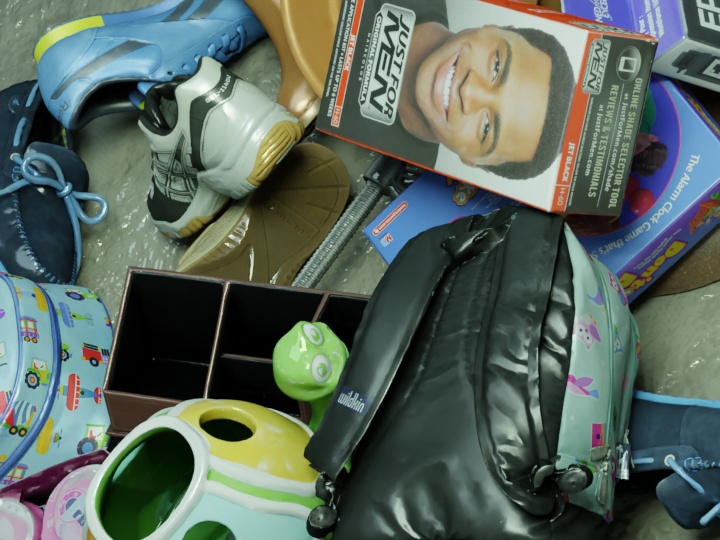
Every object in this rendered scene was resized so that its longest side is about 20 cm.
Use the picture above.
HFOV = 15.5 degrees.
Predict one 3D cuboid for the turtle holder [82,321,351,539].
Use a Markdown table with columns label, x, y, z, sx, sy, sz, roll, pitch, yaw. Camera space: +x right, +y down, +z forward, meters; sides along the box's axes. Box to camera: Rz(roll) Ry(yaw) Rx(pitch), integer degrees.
| label | x | y | z | sx | sy | sz | roll | pitch | yaw |
| --- | --- | --- | --- | --- | --- | --- | --- | --- | --- |
| turtle holder | -0.066 | 0.130 | 1.437 | 0.185 | 0.132 | 0.141 | -31 | 51 | 16 |

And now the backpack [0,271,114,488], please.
| label | x | y | z | sx | sy | sz | roll | pitch | yaw |
| --- | --- | --- | --- | --- | --- | --- | --- | --- | --- |
| backpack | -0.249 | 0.085 | 1.634 | 0.200 | 0.134 | 0.183 | -32 | 45 | 25 |

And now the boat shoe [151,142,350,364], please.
| label | x | y | z | sx | sy | sz | roll | pitch | yaw |
| --- | --- | --- | --- | --- | --- | --- | --- | --- | --- |
| boat shoe | -0.080 | 0.008 | 1.665 | 0.200 | 0.071 | 0.064 | -50 | 9 | -15 |

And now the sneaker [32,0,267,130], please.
| label | x | y | z | sx | sy | sz | roll | pitch | yaw |
| --- | --- | --- | --- | --- | --- | --- | --- | --- | --- |
| sneaker | -0.118 | -0.145 | 1.773 | 0.199 | 0.066 | 0.079 | -20 | 58 | -9 |

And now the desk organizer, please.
| label | x | y | z | sx | sy | sz | roll | pitch | yaw |
| --- | --- | --- | --- | --- | --- | --- | --- | --- | --- |
| desk organizer | -0.052 | 0.057 | 1.537 | 0.199 | 0.077 | 0.072 | 7 | 43 | 19 |

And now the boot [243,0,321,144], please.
| label | x | y | z | sx | sy | sz | roll | pitch | yaw |
| --- | --- | --- | --- | --- | --- | --- | --- | --- | --- |
| boot | -0.064 | -0.184 | 1.724 | 0.074 | 0.154 | 0.201 | -48 | 17 | 52 |

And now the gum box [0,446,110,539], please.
| label | x | y | z | sx | sy | sz | roll | pitch | yaw |
| --- | --- | --- | --- | --- | --- | --- | --- | --- | --- |
| gum box | -0.197 | 0.187 | 1.567 | 0.199 | 0.114 | 0.066 | -22 | 49 | 16 |

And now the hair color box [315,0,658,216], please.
| label | x | y | z | sx | sy | sz | roll | pitch | yaw |
| --- | --- | --- | --- | --- | --- | --- | --- | --- | --- |
| hair color box | 0.066 | -0.103 | 1.469 | 0.200 | 0.061 | 0.102 | 21 | 103 | 46 |

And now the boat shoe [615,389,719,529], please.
| label | x | y | z | sx | sy | sz | roll | pitch | yaw |
| --- | --- | --- | --- | --- | --- | --- | --- | --- | --- |
| boat shoe | 0.189 | 0.112 | 1.426 | 0.200 | 0.084 | 0.069 | 3 | 66 | 52 |

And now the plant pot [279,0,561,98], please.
| label | x | y | z | sx | sy | sz | roll | pitch | yaw |
| --- | --- | --- | --- | --- | --- | --- | --- | --- | --- |
| plant pot | 0.065 | -0.187 | 1.623 | 0.200 | 0.140 | 0.201 | 0 | 90 | 48 |

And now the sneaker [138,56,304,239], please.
| label | x | y | z | sx | sy | sz | roll | pitch | yaw |
| --- | --- | --- | --- | --- | --- | --- | --- | --- | --- |
| sneaker | -0.102 | -0.084 | 1.667 | 0.076 | 0.088 | 0.200 | -51 | 8 | -25 |

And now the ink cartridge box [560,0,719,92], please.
| label | x | y | z | sx | sy | sz | roll | pitch | yaw |
| --- | --- | --- | --- | --- | --- | --- | --- | --- | --- |
| ink cartridge box | 0.203 | -0.186 | 1.548 | 0.043 | 0.199 | 0.199 | -52 | 33 | 44 |

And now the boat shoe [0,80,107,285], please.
| label | x | y | z | sx | sy | sz | roll | pitch | yaw |
| --- | --- | --- | --- | --- | --- | --- | --- | --- | --- |
| boat shoe | -0.218 | -0.062 | 1.767 | 0.069 | 0.084 | 0.201 | -33 | 49 | 16 |

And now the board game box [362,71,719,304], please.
| label | x | y | z | sx | sy | sz | roll | pitch | yaw |
| --- | --- | --- | --- | --- | --- | --- | --- | --- | --- |
| board game box | 0.115 | -0.037 | 1.535 | 0.200 | 0.045 | 0.135 | -43 | 63 | 14 |

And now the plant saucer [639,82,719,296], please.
| label | x | y | z | sx | sy | sz | roll | pitch | yaw |
| --- | --- | --- | --- | --- | --- | --- | --- | --- | --- |
| plant saucer | 0.184 | -0.079 | 1.581 | 0.200 | 0.037 | 0.201 | -15 | 52 | 20 |

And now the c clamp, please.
| label | x | y | z | sx | sy | sz | roll | pitch | yaw |
| --- | --- | --- | --- | --- | --- | --- | --- | --- | --- |
| c clamp | 0.000 | 0.000 | 1.619 | 0.170 | 0.027 | 0.201 | 27 | 75 | 17 |

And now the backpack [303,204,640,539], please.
| label | x | y | z | sx | sy | sz | roll | pitch | yaw |
| --- | --- | --- | --- | --- | --- | --- | --- | --- | --- |
| backpack | 0.072 | 0.069 | 1.416 | 0.166 | 0.127 | 0.201 | -2 | 61 | 27 |
